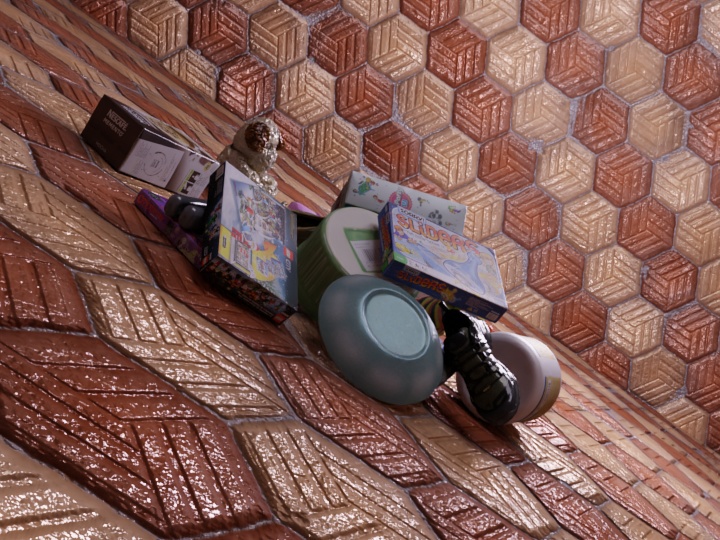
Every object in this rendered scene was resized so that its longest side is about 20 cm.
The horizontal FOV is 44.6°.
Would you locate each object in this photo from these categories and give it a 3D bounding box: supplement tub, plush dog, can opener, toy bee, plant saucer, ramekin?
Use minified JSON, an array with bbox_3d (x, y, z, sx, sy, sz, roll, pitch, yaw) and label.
[{"bbox_3d":[0.252,0.179,1.453,0.144,0.145,0.200,38,9,24],"label":"supplement tub"},{"bbox_3d":[-0.219,-0.219,1.702,0.160,0.173,0.200,34,9,-1],"label":"plush dog"},{"bbox_3d":[-0.202,-0.091,1.237,0.053,0.067,0.200,37,9,13],"label":"can opener"},{"bbox_3d":[0.165,0.065,1.420,0.109,0.199,0.131,58,-15,11],"label":"toy bee"},{"bbox_3d":[0.038,0.080,1.172,0.199,0.039,0.203,22,45,-23],"label":"plant saucer"},{"bbox_3d":[0.000,0.000,1.322,0.198,0.098,0.202,22,41,-20],"label":"ramekin"}]

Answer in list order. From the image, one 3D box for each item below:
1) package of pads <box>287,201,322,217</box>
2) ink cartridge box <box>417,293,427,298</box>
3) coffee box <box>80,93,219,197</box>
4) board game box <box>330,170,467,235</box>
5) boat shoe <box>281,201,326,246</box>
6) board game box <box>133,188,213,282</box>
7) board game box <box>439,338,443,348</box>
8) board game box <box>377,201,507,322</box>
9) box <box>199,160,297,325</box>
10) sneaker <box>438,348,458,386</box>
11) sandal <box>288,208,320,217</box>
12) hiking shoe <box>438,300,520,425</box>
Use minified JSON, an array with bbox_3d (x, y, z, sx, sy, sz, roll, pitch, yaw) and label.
[{"bbox_3d":[-0.063,-0.048,1.694,0.199,0.076,0.121,30,14,-21],"label":"package of pads"},{"bbox_3d":[0.112,0.054,1.607,0.160,0.051,0.199,31,-22,-29],"label":"ink cartridge box"},{"bbox_3d":[-0.338,-0.197,1.429,0.113,0.080,0.200,40,9,26],"label":"coffee box"},{"bbox_3d":[0.056,-0.081,1.444,0.198,0.065,0.148,16,-23,-10],"label":"board game box"},{"bbox_3d":[-0.134,-0.081,1.404,0.197,0.077,0.072,8,44,-16],"label":"boat shoe"},{"bbox_3d":[-0.218,-0.038,1.214,0.200,0.032,0.120,41,14,33],"label":"board game box"},{"bbox_3d":[0.064,0.068,1.481,0.201,0.034,0.135,55,14,6],"label":"board game box"},{"bbox_3d":[0.120,-0.012,1.306,0.198,0.035,0.136,23,36,-21],"label":"board game box"},{"bbox_3d":[-0.145,-0.039,1.169,0.136,0.038,0.201,38,29,-31],"label":"box"},{"bbox_3d":[0.091,0.119,1.309,0.115,0.076,0.199,62,17,7],"label":"sneaker"},{"bbox_3d":[-0.162,-0.088,1.513,0.197,0.055,0.080,12,6,12],"label":"sandal"},{"bbox_3d":[0.158,0.134,1.257,0.100,0.076,0.201,32,24,-36],"label":"hiking shoe"}]
